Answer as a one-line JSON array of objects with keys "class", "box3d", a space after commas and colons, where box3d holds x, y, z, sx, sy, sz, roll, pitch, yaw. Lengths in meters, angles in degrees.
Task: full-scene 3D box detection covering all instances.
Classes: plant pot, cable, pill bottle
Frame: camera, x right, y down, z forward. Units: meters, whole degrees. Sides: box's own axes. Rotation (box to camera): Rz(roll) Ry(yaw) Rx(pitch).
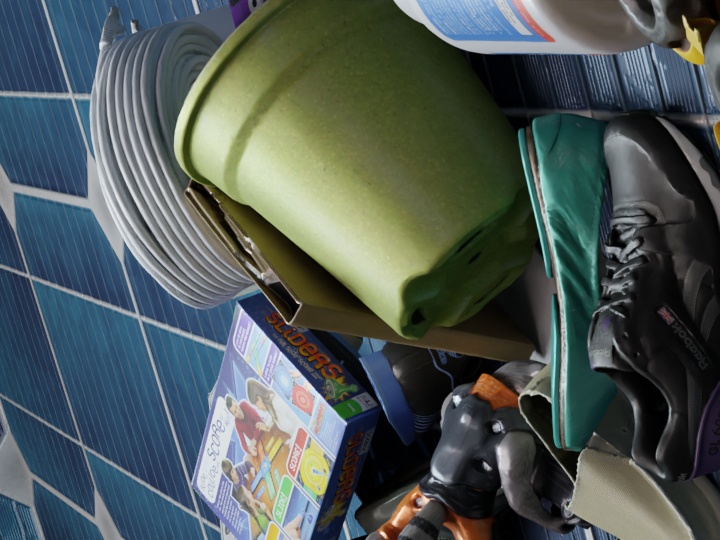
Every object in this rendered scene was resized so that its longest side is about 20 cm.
[{"class": "plant pot", "box3d": [0.019, -0.065, 1.277, 0.184, 0.200, 0.200, 49, 153, 20]}, {"class": "cable", "box3d": [-0.117, -0.076, 1.459, 0.200, 0.069, 0.200, 56, -155, -34]}, {"class": "pill bottle", "box3d": [0.086, -0.170, 1.085, 0.200, 0.112, 0.112, 14, 122, 65]}]

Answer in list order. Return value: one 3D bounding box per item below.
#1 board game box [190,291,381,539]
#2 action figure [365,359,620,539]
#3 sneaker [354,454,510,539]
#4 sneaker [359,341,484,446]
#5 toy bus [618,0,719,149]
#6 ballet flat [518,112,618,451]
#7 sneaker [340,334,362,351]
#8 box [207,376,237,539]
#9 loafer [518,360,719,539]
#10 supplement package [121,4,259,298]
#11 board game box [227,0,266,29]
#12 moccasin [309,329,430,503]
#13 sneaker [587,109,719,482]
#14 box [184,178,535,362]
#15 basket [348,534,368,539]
[{"class": "board game box", "box3d": [-0.059, 0.131, 1.524, 0.135, 0.034, 0.200, 46, 138, 29]}, {"class": "action figure", "box3d": [0.088, 0.147, 1.317, 0.200, 0.105, 0.194, 21, 85, 43]}, {"class": "sneaker", "box3d": [0.086, 0.182, 1.477, 0.114, 0.076, 0.199, 49, 143, -5]}, {"class": "sneaker", "box3d": [0.050, 0.078, 1.481, 0.200, 0.078, 0.070, 61, -176, -82]}, {"class": "toy bus", "box3d": [0.204, -0.079, 0.875, 0.200, 0.136, 0.192, 54, 170, 42]}, {"class": "ballet flat", "box3d": [0.135, 0.008, 1.174, 0.067, 0.070, 0.200, -59, -37, -75]}, {"class": "sneaker", "box3d": [-0.017, -0.008, 1.548, 0.105, 0.076, 0.200, 34, 139, 57]}, {"class": "box", "box3d": [-0.073, 0.141, 1.704, 0.200, 0.060, 0.117, -102, 33, -49]}, {"class": "loafer", "box3d": [0.160, 0.132, 1.236, 0.200, 0.068, 0.076, 57, 156, 32]}, {"class": "supplement package", "box3d": [-0.100, -0.097, 1.626, 0.114, 0.109, 0.200, 31, 137, 59]}, {"class": "board game box", "box3d": [-0.037, -0.142, 1.468, 0.120, 0.032, 0.200, -34, 70, 57]}, {"class": "moccasin", "box3d": [-0.018, 0.108, 1.569, 0.200, 0.068, 0.080, 48, 150, -20]}, {"class": "sneaker", "box3d": [0.159, 0.015, 1.102, 0.200, 0.087, 0.076, 70, 160, 0]}, {"class": "box", "box3d": [0.000, 0.000, 1.363, 0.164, 0.200, 0.021, 49, 118, 45]}, {"class": "basket", "box3d": [0.033, 0.313, 1.645, 0.180, 0.136, 0.200, 159, 95, -78]}]
